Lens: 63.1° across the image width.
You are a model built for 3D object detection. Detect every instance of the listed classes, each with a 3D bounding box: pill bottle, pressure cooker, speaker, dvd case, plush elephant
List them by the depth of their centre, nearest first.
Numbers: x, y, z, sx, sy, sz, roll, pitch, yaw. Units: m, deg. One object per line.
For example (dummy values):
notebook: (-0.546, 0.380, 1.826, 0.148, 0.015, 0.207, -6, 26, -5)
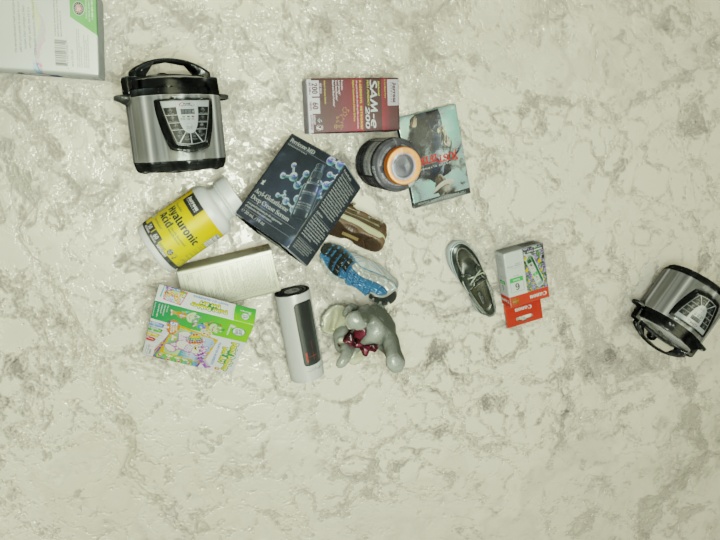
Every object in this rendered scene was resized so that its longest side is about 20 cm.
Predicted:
pressure cooker: (-0.346, -0.286, 1.088, 0.175, 0.176, 0.204, 0, 102, 12)
pill bottle: (-0.331, -0.098, 1.171, 0.199, 0.111, 0.112, -36, 108, -6)
pill bottle: (0.060, -0.217, 1.200, 0.104, 0.200, 0.108, -3, 103, -13)
speaker: (-0.133, 0.141, 1.288, 0.080, 0.081, 0.203, -11, 104, -12)
plush elephant: (-0.006, 0.148, 1.291, 0.154, 0.201, 0.165, -40, 108, 21)
dvd case: (0.164, -0.255, 1.313, 0.144, 0.022, 0.203, -15, 105, -11)
pressure cooker: (0.794, 0.111, 1.471, 0.178, 0.176, 0.201, 34, 93, -42)

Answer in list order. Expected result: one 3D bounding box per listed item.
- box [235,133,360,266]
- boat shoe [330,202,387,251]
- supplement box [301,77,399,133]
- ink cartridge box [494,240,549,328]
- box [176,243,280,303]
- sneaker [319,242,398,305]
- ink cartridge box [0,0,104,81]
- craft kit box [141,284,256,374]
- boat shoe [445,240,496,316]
box: (-0.122, -0.140, 1.171, 0.147, 0.107, 0.201, 31, 83, 24)
boat shoe: (-0.034, -0.114, 1.275, 0.200, 0.075, 0.076, 28, 55, -9)
supplement box: (-0.019, -0.344, 1.227, 0.197, 0.061, 0.111, -6, 102, -14)
ink cartridge box: (0.396, 0.039, 1.417, 0.107, 0.050, 0.203, -14, 104, -11)
box: (-0.275, 0.015, 1.225, 0.197, 0.078, 0.097, -13, 105, -12)
sneaker: (0.000, 0.000, 1.303, 0.199, 0.087, 0.075, 34, 117, 3)
ink cartridge box: (-0.571, -0.428, 1.054, 0.197, 0.087, 0.148, -1, 101, -16)
craft kit box: (-0.332, 0.126, 1.194, 0.195, 0.049, 0.201, 14, 137, -18)
boat shoe: (0.269, 0.018, 1.370, 0.072, 0.071, 0.201, -34, 107, -5)
